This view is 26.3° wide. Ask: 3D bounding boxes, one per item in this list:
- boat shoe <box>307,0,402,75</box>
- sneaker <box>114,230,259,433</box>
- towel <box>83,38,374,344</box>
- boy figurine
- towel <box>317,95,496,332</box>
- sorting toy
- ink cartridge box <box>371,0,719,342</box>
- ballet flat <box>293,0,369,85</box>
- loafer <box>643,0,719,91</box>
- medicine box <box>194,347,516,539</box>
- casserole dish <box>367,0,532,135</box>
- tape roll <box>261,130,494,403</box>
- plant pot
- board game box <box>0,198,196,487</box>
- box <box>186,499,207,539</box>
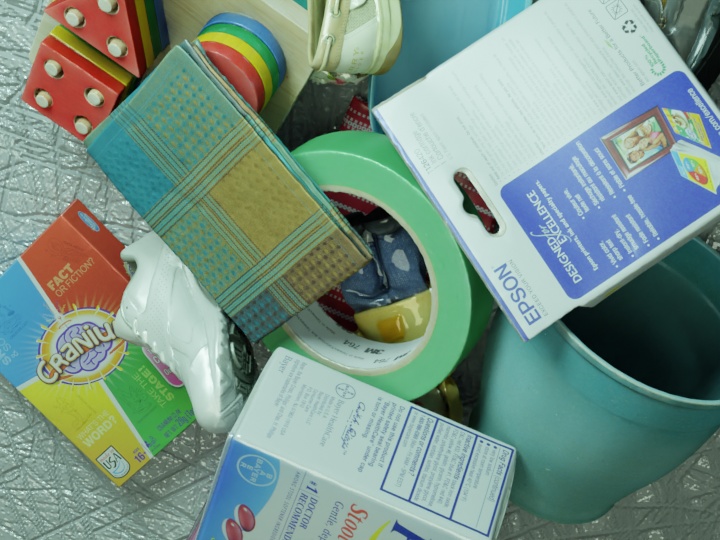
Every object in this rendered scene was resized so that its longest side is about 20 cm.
[{"bbox_3d":[-0.021,-0.233,1.079,0.063,0.073,0.203,-3,77,-26],"label":"boat shoe"},{"bbox_3d":[-0.141,0.049,1.201,0.099,0.201,0.078,-22,141,7],"label":"sneaker"},{"bbox_3d":[-0.098,-0.053,1.107,0.200,0.022,0.146,49,131,-8],"label":"towel"},{"bbox_3d":[0.028,0.050,1.208,0.123,0.064,0.202,-12,104,15],"label":"boy figurine"},{"bbox_3d":[0.025,-0.023,1.226,0.143,0.023,0.201,22,113,1],"label":"towel"},{"bbox_3d":[-0.150,-0.151,1.137,0.199,0.070,0.199,34,139,-2],"label":"sorting toy"},{"bbox_3d":[0.142,-0.083,1.060,0.199,0.047,0.199,-33,76,2],"label":"ink cartridge box"},{"bbox_3d":[-0.079,-0.195,1.162,0.199,0.076,0.064,34,145,0],"label":"ballet flat"},{"bbox_3d":[0.234,-0.178,1.109,0.072,0.073,0.201,38,111,17],"label":"loafer"},{"bbox_3d":[-0.010,0.185,1.142,0.198,0.103,0.183,23,130,3],"label":"medicine box"},{"bbox_3d":[0.062,-0.174,1.130,0.120,0.039,0.202,-2,113,-20],"label":"casserole dish"},{"bbox_3d":[0.000,0.000,1.131,0.199,0.048,0.202,12,118,24],"label":"tape roll"},{"bbox_3d":[0.177,0.082,1.159,0.199,0.201,0.189,26,129,-1],"label":"plant pot"},{"bbox_3d":[-0.221,0.064,1.296,0.200,0.040,0.153,45,112,-9],"label":"board game box"},{"bbox_3d":[-0.019,0.199,1.282,0.199,0.097,0.177,30,114,-3],"label":"box"}]
